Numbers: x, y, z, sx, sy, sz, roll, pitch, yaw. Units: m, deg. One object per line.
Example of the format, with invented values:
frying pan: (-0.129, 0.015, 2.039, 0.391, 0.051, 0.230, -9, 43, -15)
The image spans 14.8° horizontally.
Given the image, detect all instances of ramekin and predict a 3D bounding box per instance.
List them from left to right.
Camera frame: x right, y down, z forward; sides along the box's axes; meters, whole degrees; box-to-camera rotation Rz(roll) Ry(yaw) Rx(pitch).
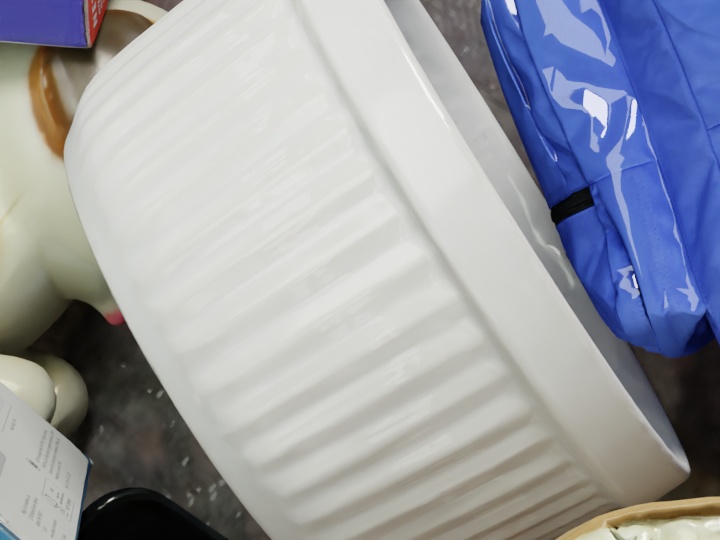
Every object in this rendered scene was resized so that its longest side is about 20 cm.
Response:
ramekin: (0.000, 0.000, 0.796, 0.105, 0.200, 0.201, -31, 70, 6)

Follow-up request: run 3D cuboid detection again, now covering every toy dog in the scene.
toy dog: (-0.136, -0.025, 0.913, 0.199, 0.140, 0.195, -13, 75, 8)

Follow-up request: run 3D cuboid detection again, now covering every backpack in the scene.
backpack: (0.140, -0.035, 0.792, 0.167, 0.162, 0.201, -27, 83, 20)

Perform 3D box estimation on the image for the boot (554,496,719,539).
boot: (0.077, 0.098, 0.761, 0.174, 0.200, 0.067, -10, 77, 19)

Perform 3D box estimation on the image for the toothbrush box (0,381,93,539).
toothbrush box: (-0.173, 0.117, 0.784, 0.085, 0.146, 0.200, 40, 96, -8)

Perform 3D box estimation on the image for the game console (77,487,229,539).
game console: (-0.061, 0.197, 0.839, 0.200, 0.118, 0.171, -48, 67, 6)

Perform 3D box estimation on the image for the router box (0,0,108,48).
router box: (-0.166, -0.149, 0.901, 0.199, 0.049, 0.180, 5, 39, 5)
